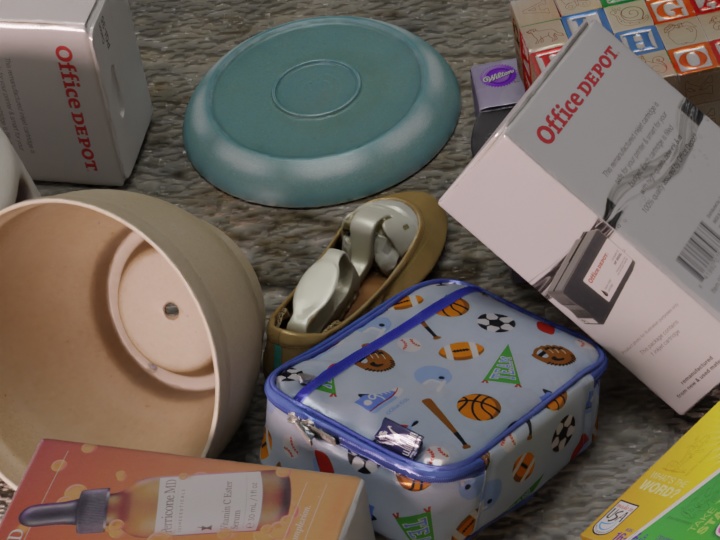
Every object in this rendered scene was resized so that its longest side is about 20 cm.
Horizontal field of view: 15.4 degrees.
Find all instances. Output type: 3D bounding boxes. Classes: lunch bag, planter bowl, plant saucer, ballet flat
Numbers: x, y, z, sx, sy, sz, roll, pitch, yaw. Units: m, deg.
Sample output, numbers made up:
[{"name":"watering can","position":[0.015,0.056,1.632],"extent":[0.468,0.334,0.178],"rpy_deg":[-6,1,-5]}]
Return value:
[{"name":"lunch bag","position":[0.039,0.080,1.587],"extent":[0.160,0.076,0.200],"rpy_deg":[28,37,30]},{"name":"planter bowl","position":[-0.139,0.037,1.633],"extent":[0.200,0.201,0.135],"rpy_deg":[14,22,25]},{"name":"plant saucer","position":[-0.029,-0.120,1.883],"extent":[0.200,0.027,0.200],"rpy_deg":[-6,43,6]},{"name":"ballet flat","position":[0.000,0.000,1.720],"extent":[0.069,0.063,0.200],"rpy_deg":[14,47,24]}]

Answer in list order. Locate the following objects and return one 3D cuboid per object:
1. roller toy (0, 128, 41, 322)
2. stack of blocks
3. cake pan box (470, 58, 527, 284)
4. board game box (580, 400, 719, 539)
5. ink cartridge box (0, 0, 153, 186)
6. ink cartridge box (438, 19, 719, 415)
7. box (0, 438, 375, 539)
[{"name":"roller toy","position":[-0.288,-0.006,1.729],"extent":[0.182,0.140,0.200],"rpy_deg":[-31,49,-7]},{"name":"stack of blocks","position":[0.209,-0.143,1.763],"extent":[0.200,0.059,0.115],"rpy_deg":[-12,42,-3]},{"name":"cake pan box","position":[0.175,-0.080,1.782],"extent":[0.199,0.052,0.184],"rpy_deg":[-9,40,2]},{"name":"board game box","position":[0.236,0.109,1.493],"extent":[0.200,0.040,0.153],"rpy_deg":[-42,18,-16]},{"name":"ink cartridge box","position":[-0.257,-0.141,1.862],"extent":[0.199,0.147,0.083],"rpy_deg":[4,44,14]},{"name":"ink cartridge box","position":[0.168,-0.035,1.622],"extent":[0.200,0.084,0.145],"rpy_deg":[41,44,-2]},{"name":"box","position":[-0.105,0.193,1.502],"extent":[0.200,0.106,0.152],"rpy_deg":[5,45,16]}]
